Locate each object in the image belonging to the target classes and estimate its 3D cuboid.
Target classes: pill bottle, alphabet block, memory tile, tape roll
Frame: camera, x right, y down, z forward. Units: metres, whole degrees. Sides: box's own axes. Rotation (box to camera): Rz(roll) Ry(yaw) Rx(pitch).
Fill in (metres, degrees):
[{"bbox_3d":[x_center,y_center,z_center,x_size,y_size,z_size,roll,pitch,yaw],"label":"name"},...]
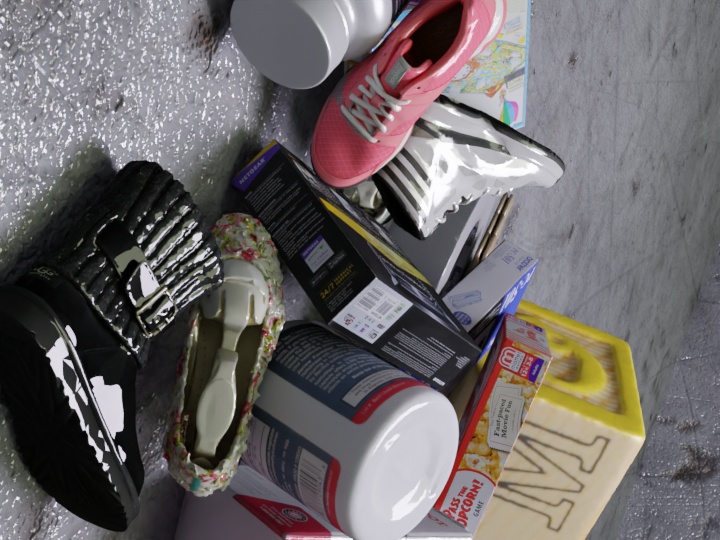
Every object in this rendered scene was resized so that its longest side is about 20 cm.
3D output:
[{"bbox_3d":[-0.035,0.106,0.879,0.119,0.199,0.121,-26,129,-37],"label":"pill bottle"},{"bbox_3d":[0.173,0.170,1.277,0.196,0.194,0.202,-79,-169,-61],"label":"alphabet block"},{"bbox_3d":[0.123,0.010,1.304,0.201,0.017,0.155,-58,172,-54],"label":"memory tile"},{"bbox_3d":[-0.010,-0.227,0.859,0.201,0.110,0.112,-57,150,-34],"label":"pill bottle"},{"bbox_3d":[0.067,-0.015,1.143,0.202,0.065,0.201,-61,169,-22],"label":"tape roll"}]

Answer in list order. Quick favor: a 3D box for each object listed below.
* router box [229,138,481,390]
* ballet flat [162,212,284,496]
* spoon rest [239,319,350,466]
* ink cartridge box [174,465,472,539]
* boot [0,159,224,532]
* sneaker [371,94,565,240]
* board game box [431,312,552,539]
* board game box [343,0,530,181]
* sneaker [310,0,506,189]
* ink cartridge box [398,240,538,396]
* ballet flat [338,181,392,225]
[{"bbox_3d":[0.000,0.000,0.932,0.052,0.158,0.200,-42,146,9],"label":"router box"},{"bbox_3d":[-0.090,0.055,0.813,0.064,0.074,0.203,140,-42,-76],"label":"ballet flat"},{"bbox_3d":[-0.052,0.144,1.039,0.099,0.060,0.203,32,71,-39],"label":"spoon rest"},{"bbox_3d":[-0.030,0.225,0.960,0.198,0.145,0.085,12,96,-38],"label":"ink cartridge box"},{"bbox_3d":[-0.151,0.052,0.764,0.158,0.078,0.213,-51,146,-41],"label":"boot"},{"bbox_3d":[0.083,-0.078,0.997,0.199,0.076,0.117,16,105,-40],"label":"sneaker"},{"bbox_3d":[0.115,0.149,1.074,0.151,0.046,0.202,-38,151,-81],"label":"board game box"},{"bbox_3d":[0.069,-0.169,1.006,0.198,0.034,0.136,-23,123,-38],"label":"board game box"},{"bbox_3d":[0.023,-0.143,0.867,0.200,0.074,0.087,-48,177,18],"label":"sneaker"},{"bbox_3d":[0.102,0.052,1.120,0.200,0.044,0.095,-39,154,-52],"label":"ink cartridge box"},{"bbox_3d":[0.023,-0.133,1.035,0.064,0.066,0.203,-29,132,-69],"label":"ballet flat"}]
